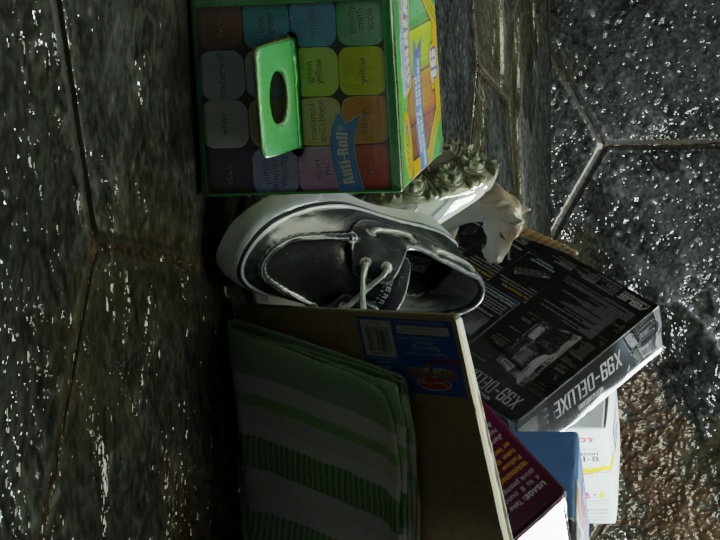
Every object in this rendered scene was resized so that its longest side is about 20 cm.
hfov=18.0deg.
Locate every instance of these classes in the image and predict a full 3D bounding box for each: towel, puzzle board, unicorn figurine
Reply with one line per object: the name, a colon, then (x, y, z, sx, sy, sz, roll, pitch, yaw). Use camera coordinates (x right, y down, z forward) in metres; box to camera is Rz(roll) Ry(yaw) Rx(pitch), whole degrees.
towel: (-0.021, 0.140, 1.367, 0.023, 0.152, 0.202, -24, 119, -41)
puzzle board: (0.008, 0.093, 1.347, 0.017, 0.199, 0.152, -23, 106, -39)
unicorn figurine: (0.047, -0.038, 1.657, 0.074, 0.138, 0.201, 20, 29, -44)

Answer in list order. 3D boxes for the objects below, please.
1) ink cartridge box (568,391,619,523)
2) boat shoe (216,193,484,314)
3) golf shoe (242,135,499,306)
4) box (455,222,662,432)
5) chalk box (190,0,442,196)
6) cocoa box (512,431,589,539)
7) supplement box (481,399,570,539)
ink cartridge box: (0.240, 0.194, 2.774, 0.201, 0.144, 0.145, 77, 16, -47)
boat shoe: (0.000, 0.000, 1.386, 0.199, 0.068, 0.072, 9, 117, -49)
golf shoe: (0.004, -0.028, 1.486, 0.199, 0.078, 0.098, -20, 132, -33)
box: (0.103, 0.042, 1.711, 0.157, 0.199, 0.050, -37, 139, -26)
chalk box: (-0.026, -0.113, 1.346, 0.200, 0.123, 0.126, -51, 140, -74)
cocoa box: (0.060, 0.200, 1.611, 0.134, 0.198, 0.132, 77, 16, -51)
supplement box: (0.037, 0.127, 1.463, 0.200, 0.103, 0.131, 47, -13, 26)
